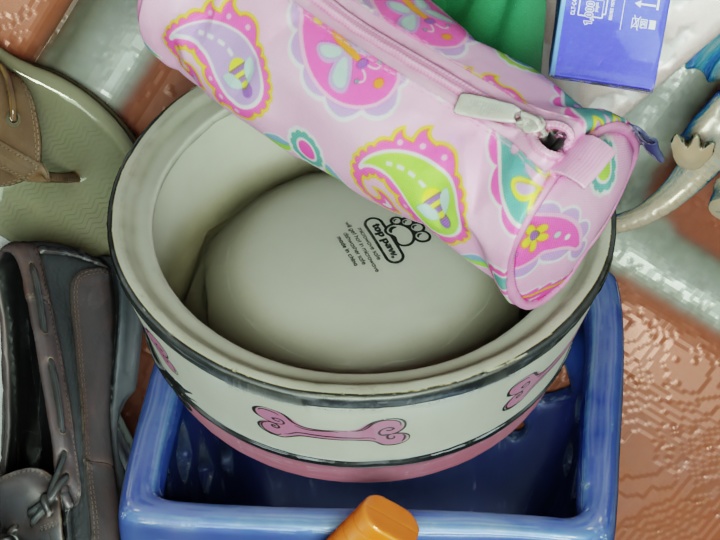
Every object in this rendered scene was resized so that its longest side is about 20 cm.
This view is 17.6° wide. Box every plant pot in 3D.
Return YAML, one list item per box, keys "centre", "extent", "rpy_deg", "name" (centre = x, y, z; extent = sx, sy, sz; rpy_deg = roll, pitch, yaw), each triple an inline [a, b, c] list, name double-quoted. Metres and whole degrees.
- centre: [0.010, 0.118, 1.015]
  extent: [0.200, 0.200, 0.180]
  rpy_deg: [3, 123, 4]
  name: "plant pot"

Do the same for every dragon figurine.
- centre: [0.172, -0.074, 0.981]
  extent: [0.059, 0.099, 0.200]
  rpy_deg: [42, 131, -16]
  name: "dragon figurine"

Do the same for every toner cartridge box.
- centre: [0.107, -0.178, 0.882]
  extent: [0.043, 0.095, 0.200]
  rpy_deg: [8, 115, 2]
  name: "toner cartridge box"

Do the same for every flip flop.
- centre: [-0.175, -0.073, 1.008]
  extent: [0.081, 0.058, 0.200]
  rpy_deg: [-40, 105, 18]
  name: "flip flop"

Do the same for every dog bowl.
- centre: [0.000, 0.000, 0.936]
  extent: [0.200, 0.200, 0.074]
  rpy_deg: [3, 136, 3]
  name: "dog bowl"

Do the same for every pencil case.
- centre: [0.011, -0.069, 0.882]
  extent: [0.200, 0.087, 0.087]
  rpy_deg: [35, 118, 22]
  name: "pencil case"

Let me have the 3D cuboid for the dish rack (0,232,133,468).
- centre: [-0.170, 0.100, 1.042]
  extent: [0.044, 0.172, 0.200]
  rpy_deg: [8, 128, 50]
  name: "dish rack"

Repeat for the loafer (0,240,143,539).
- centre: [-0.135, 0.081, 0.976]
  extent: [0.063, 0.200, 0.072]
  rpy_deg: [22, 148, -36]
  name: "loafer"

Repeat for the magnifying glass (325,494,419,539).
- centre: [-0.042, 0.153, 0.920]
  extent: [0.080, 0.022, 0.200]
  rpy_deg: [30, 128, -15]
  name: "magnifying glass"

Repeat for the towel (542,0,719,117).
- centre: [0.072, -0.159, 0.963]
  extent: [0.200, 0.032, 0.191]
  rpy_deg: [43, 112, -15]
  name: "towel"

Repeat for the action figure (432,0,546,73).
- centre: [0.045, -0.177, 0.906]
  extent: [0.118, 0.055, 0.200]
  rpy_deg: [21, 121, 7]
  name: "action figure"
